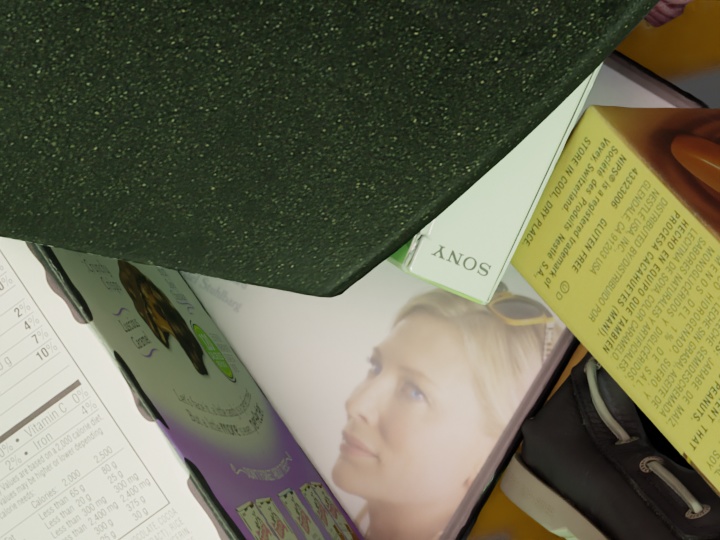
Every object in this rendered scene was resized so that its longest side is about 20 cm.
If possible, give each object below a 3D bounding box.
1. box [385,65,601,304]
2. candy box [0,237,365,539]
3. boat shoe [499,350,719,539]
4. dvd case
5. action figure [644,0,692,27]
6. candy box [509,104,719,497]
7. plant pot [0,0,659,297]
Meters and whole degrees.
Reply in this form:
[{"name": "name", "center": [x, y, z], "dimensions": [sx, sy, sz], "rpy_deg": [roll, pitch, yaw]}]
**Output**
[{"name": "box", "center": [0.003, -0.090, 0.780], "dimensions": [0.036, 0.200, 0.145], "rpy_deg": [21, 97, -34]}, {"name": "candy box", "center": [-0.070, 0.052, 0.771], "dimensions": [0.071, 0.168, 0.201], "rpy_deg": [-36, 83, 6]}, {"name": "boat shoe", "center": [0.106, 0.067, 0.766], "dimensions": [0.072, 0.200, 0.063], "rpy_deg": [24, 93, -29]}, {"name": "dvd case", "center": [0.000, 0.000, 0.860], "dimensions": [0.142, 0.018, 0.201], "rpy_deg": [31, 90, 7]}, {"name": "action figure", "center": [0.107, -0.136, 0.825], "dimensions": [0.148, 0.134, 0.200], "rpy_deg": [28, 107, -36]}, {"name": "candy box", "center": [0.142, 0.038, 0.712], "dimensions": [0.200, 0.116, 0.057], "rpy_deg": [50, 124, 30]}, {"name": "plant pot", "center": [-0.043, -0.109, 0.669], "dimensions": [0.198, 0.200, 0.178], "rpy_deg": [11, 118, -34]}]
